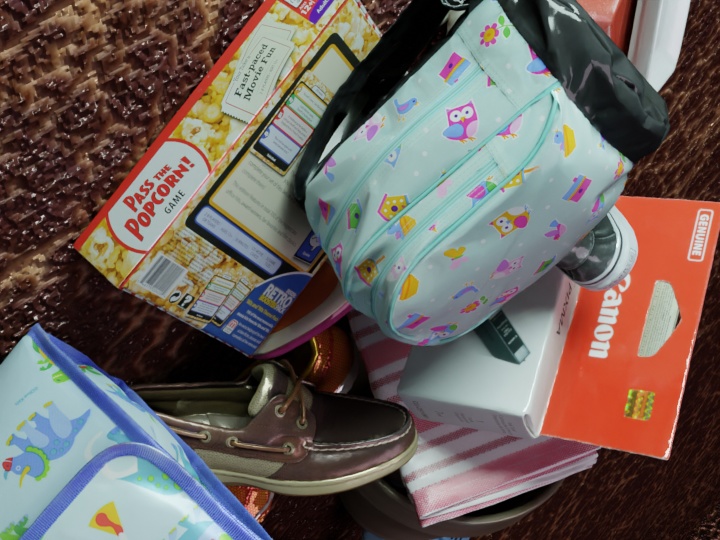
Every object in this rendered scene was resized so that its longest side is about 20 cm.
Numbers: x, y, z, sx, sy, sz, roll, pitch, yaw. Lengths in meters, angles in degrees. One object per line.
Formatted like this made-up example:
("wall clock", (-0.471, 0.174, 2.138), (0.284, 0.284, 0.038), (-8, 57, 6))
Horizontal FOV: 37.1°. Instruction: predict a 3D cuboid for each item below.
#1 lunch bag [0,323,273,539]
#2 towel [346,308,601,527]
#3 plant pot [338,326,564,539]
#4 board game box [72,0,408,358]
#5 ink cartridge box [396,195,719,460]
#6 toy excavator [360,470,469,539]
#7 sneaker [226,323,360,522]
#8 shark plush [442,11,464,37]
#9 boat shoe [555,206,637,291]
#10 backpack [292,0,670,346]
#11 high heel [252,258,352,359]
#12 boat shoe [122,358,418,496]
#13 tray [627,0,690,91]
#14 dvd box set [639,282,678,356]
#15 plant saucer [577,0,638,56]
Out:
("lunch bag", (-0.152, 0.157, 0.565), (0.170, 0.200, 0.127), (-48, 151, -6))
("towel", (0.074, 0.069, 0.780), (0.146, 0.200, 0.030), (-16, 165, -14))
("plant pot", (0.055, 0.141, 0.887), (0.200, 0.200, 0.174), (-34, 162, -30))
("board game box", (-0.051, -0.056, 0.631), (0.200, 0.046, 0.151), (-52, 151, -2))
("ink cartridge box", (0.136, 0.017, 0.721), (0.044, 0.173, 0.200), (55, 48, -50))
("toy excavator", (0.044, 0.282, 1.043), (0.200, 0.100, 0.195), (-60, 152, -17))
("sneaker", (-0.082, 0.116, 0.775), (0.077, 0.073, 0.200), (33, 88, -44))
("shark plush", (0.087, -0.205, 0.689), (0.083, 0.091, 0.201), (-22, 121, -73))
("boat shoe", (0.105, -0.067, 0.705), (0.071, 0.200, 0.072), (25, 109, -43))
("backpack", (0.062, -0.056, 0.589), (0.200, 0.127, 0.167), (-41, 143, 17))
("high heel", (0.000, 0.000, 0.752), (0.200, 0.067, 0.096), (-43, 153, -12))
("boat shoe", (-0.059, 0.096, 0.696), (0.199, 0.072, 0.072), (1, 121, -6))
("tray", (0.213, -0.219, 0.731), (0.107, 0.022, 0.200), (-44, 144, -52))
("dvd box set", (0.141, 0.038, 0.830), (0.029, 0.200, 0.147), (125, -15, -73))
("plant saucer", (0.191, -0.190, 0.777), (0.200, 0.037, 0.200), (-65, 157, -23))
